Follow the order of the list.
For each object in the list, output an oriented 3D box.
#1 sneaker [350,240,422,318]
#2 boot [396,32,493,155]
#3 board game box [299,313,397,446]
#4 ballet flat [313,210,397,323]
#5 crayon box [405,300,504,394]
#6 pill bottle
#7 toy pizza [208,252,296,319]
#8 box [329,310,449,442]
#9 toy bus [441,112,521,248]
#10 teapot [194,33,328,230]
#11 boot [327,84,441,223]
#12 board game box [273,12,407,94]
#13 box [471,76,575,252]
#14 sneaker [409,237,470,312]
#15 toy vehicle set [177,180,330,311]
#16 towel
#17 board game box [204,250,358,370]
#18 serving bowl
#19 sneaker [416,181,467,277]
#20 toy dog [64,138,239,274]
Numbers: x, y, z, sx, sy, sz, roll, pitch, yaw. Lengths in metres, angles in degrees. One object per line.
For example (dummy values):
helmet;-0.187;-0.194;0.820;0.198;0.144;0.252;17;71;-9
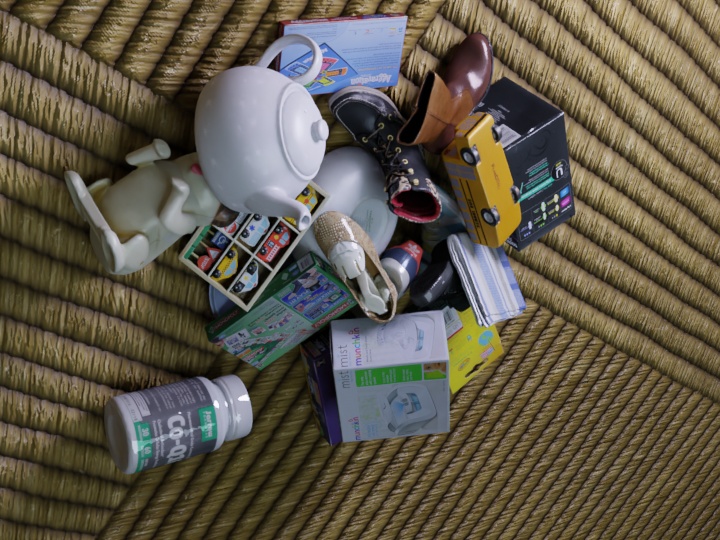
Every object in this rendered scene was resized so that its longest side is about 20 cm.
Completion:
sneaker;0.043;0.018;1.789;0.085;0.075;0.200;-49;-178;-31
boot;0.115;-0.258;1.628;0.190;0.068;0.200;-62;162;9
board game box;-0.005;0.170;1.911;0.164;0.057;0.202;-27;133;-20
ballet flat;0.000;0.000;1.646;0.070;0.066;0.201;-29;126;14
crayon box;0.165;0.107;1.998;0.126;0.051;0.201;-36;134;-10
pill bottle;-0.267;0.220;1.709;0.197;0.113;0.115;-12;127;-30
toy pizza;-0.136;0.006;1.715;0.198;0.032;0.203;-19;128;-25
box;0.046;0.161;1.772;0.173;0.098;0.202;-5;140;-1
toy bus;0.175;-0.130;1.679;0.065;0.078;0.202;-44;130;-27
teapot;-0.108;-0.174;1.473;0.198;0.144;0.203;-54;132;-58
boot;0.040;-0.162;1.637;0.073;0.152;0.199;-31;142;21
board game box;-0.027;-0.296;1.593;0.197;0.019;0.104;-11;124;-31
box;0.233;-0.162;1.790;0.123;0.148;0.202;-32;134;-16
sneaker;0.140;0.023;1.755;0.105;0.059;0.200;59;33;-20
toy vehicle set;-0.148;-0.061;1.613;0.124;0.027;0.201;36;97;-8
towel;0.194;0.009;1.782;0.024;0.149;0.199;-23;174;25
board game box;-0.111;0.062;1.696;0.199;0.029;0.134;-35;144;14
serving bowl;-0.011;-0.075;1.697;0.198;0.065;0.203;-22;124;-37
sneaker;0.115;-0.052;1.830;0.131;0.079;0.200;-47;135;-1
toy dog;-0.251;-0.077;1.499;0.198;0.140;0.195;-28;146;-18
